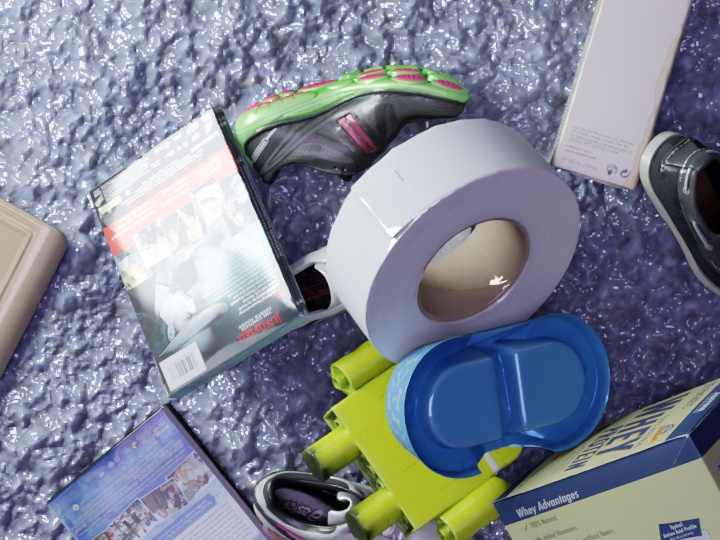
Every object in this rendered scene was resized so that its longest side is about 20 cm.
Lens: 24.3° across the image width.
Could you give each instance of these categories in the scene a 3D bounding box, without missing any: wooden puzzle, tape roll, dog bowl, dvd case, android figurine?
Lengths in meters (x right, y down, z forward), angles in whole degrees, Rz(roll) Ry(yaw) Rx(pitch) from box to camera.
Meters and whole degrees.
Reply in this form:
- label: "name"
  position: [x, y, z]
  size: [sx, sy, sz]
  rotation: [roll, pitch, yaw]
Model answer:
- label: "wooden puzzle"
  position: [-0.380, 0.002, 1.463]
  size: [0.199, 0.037, 0.186]
  rotation: [28, 97, -2]
- label: "tape roll"
  position: [0.074, -0.020, 1.332]
  size: [0.202, 0.202, 0.071]
  rotation: [-43, 51, 7]
- label: "dog bowl"
  position: [0.108, 0.097, 1.345]
  size: [0.199, 0.050, 0.112]
  rotation: [-12, 98, -28]
- label: "dvd case"
  position: [-0.160, 0.236, 1.468]
  size: [0.143, 0.018, 0.200]
  rotation: [-39, 90, 7]
- label: "android figurine"
  position: [0.056, 0.134, 1.386]
  size: [0.200, 0.041, 0.182]
  rotation: [-31, 81, -22]
- label: "dvd case"
  position: [-0.137, -0.015, 1.393]
  size: [0.146, 0.022, 0.201]
  rotation: [-32, 69, 21]

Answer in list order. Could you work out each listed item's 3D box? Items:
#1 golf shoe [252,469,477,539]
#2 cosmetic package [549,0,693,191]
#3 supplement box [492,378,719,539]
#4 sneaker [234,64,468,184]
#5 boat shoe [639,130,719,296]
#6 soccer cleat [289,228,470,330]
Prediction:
- label: "golf shoe"
  position: [0.004, 0.219, 1.408]
  size: [0.199, 0.092, 0.073]
  rotation: [14, 74, 2]
- label: "cosmetic package"
  position: [0.215, -0.171, 1.353]
  size: [0.073, 0.104, 0.201]
  rotation: [17, 98, 3]
- label: "supplement box"
  position: [0.252, 0.217, 1.328]
  size: [0.200, 0.134, 0.200]
  rotation: [-27, 92, 38]
- label: "sneaker"
  position: [-0.004, -0.121, 1.401]
  size: [0.199, 0.077, 0.084]
  rotation: [-12, 107, 13]
- label: "boat shoe"
  position: [0.298, -0.030, 1.336]
  size: [0.200, 0.068, 0.072]
  rotation: [46, 73, -33]
- label: "soccer cleat"
  position: [0.000, 0.000, 1.397]
  size: [0.199, 0.085, 0.069]
  rotation: [-22, 92, 7]
